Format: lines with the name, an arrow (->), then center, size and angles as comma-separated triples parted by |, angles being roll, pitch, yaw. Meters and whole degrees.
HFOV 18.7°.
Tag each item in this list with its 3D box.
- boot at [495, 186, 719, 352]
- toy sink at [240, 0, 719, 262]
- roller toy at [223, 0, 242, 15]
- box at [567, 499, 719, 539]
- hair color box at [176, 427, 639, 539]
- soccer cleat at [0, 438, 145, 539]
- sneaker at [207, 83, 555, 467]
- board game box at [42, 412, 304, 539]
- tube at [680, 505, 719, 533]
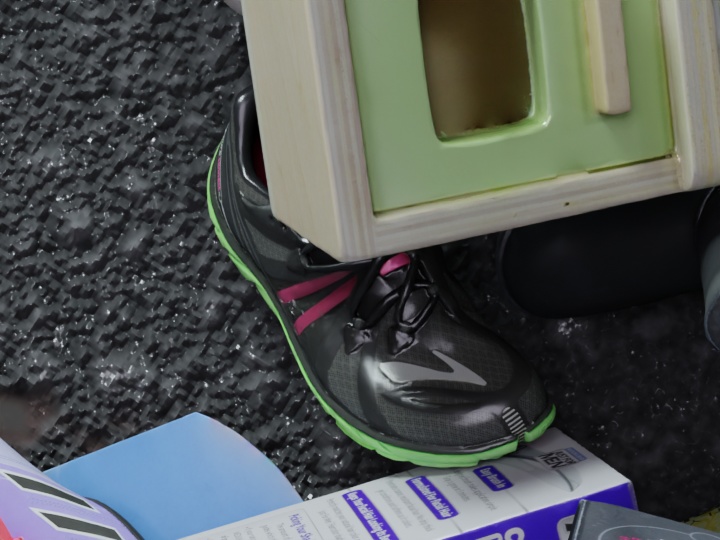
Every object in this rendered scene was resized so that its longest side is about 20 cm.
boot -> 0.130, 0.000, 0.804 | 0.164, 0.200, 0.066 | -22, 106, 7
toy sink -> 0.065, -0.092, 0.791 | 0.198, 0.112, 0.132 | -11, 104, -15
roller toy -> -0.035, -0.207, 0.882 | 0.139, 0.182, 0.201 | -32, 76, 4
box -> 0.091, 0.191, 0.685 | 0.105, 0.122, 0.202 | 14, 101, 7
hair color box -> 0.001, 0.122, 0.811 | 0.198, 0.109, 0.065 | -17, 99, -7
soccer cleat -> -0.154, 0.097, 0.870 | 0.200, 0.073, 0.068 | 42, 97, 10
sneaker -> 0.000, 0.000, 0.868 | 0.076, 0.084, 0.200 | -31, 59, -24
board game box -> -0.095, 0.156, 0.913 | 0.198, 0.039, 0.159 | -22, 82, 13
tube -> 0.161, 0.108, 0.853 | 0.198, 0.058, 0.052 | -21, 64, 5
